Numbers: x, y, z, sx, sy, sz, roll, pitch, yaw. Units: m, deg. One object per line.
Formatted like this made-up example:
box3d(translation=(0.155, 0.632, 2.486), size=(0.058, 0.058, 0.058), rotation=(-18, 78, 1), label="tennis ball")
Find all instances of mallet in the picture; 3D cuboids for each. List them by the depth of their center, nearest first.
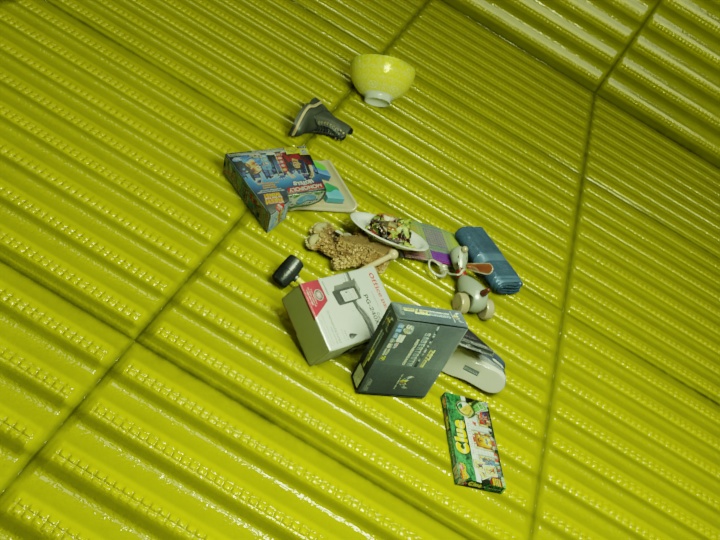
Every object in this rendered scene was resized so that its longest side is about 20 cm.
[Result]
box3d(translation=(-0.097, 0.059, 1.595), size=(0.066, 0.041, 0.200), rotation=(-41, 88, -17), label="mallet")

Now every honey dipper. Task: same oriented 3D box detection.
box3d(translation=(0.000, 0.000, 1.666), size=(0.199, 0.038, 0.038), rotation=(-27, 63, -24), label="honey dipper")

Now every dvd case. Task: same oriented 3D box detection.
box3d(translation=(0.184, 0.125, 1.650), size=(0.147, 0.016, 0.200), rotation=(20, 8, -14), label="dvd case")

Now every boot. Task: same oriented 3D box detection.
box3d(translation=(0.219, 0.183, 1.658), size=(0.199, 0.073, 0.090), rotation=(33, 23, -2), label="boot")
box3d(translation=(-0.099, -0.378, 2.058), size=(0.138, 0.078, 0.200), rotation=(35, 38, -3), label="boot")

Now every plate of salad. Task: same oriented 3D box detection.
box3d(translation=(0.072, -0.100, 1.811), size=(0.198, 0.048, 0.200), rotation=(22, 18, -7), label="plate of salad")

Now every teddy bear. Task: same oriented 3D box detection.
box3d(translation=(-0.029, -0.046, 1.747), size=(0.198, 0.067, 0.145), rotation=(12, 30, -15), label="teddy bear")

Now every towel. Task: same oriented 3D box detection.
box3d(translation=(0.163, -0.066, 1.926), size=(0.198, 0.023, 0.144), rotation=(11, 41, -26), label="towel")
box3d(translation=(0.319, -0.025, 1.958), size=(0.111, 0.049, 0.201), rotation=(3, 47, -45), label="towel")

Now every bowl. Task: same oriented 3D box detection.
box3d(translation=(0.059, -0.550, 2.308), size=(0.198, 0.200, 0.109), rotation=(12, 82, -23), label="bowl")

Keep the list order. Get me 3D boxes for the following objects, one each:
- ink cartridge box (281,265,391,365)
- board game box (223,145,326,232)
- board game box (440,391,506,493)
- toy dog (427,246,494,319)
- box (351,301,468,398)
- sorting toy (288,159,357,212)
box3d(translation=(-0.034, 0.084, 1.535), size=(0.199, 0.083, 0.146), rotation=(-15, 73, -41), label="ink cartridge box")
box3d(translation=(-0.187, -0.184, 1.758), size=(0.198, 0.062, 0.201), rotation=(-9, 56, -23), label="board game box")
box3d(translation=(0.217, 0.332, 1.516), size=(0.104, 0.024, 0.201), rotation=(14, 40, -18), label="board game box")
box3d(translation=(0.258, 0.018, 1.819), size=(0.131, 0.096, 0.201), rotation=(-11, 62, -37), label="toy dog")
box3d(translation=(0.091, 0.155, 1.479), size=(0.156, 0.201, 0.051), rotation=(9, 37, -28), label="box")
box3d(translation=(-0.121, -0.214, 1.884), size=(0.198, 0.037, 0.186), rotation=(-4, 50, -37), label="sorting toy")
